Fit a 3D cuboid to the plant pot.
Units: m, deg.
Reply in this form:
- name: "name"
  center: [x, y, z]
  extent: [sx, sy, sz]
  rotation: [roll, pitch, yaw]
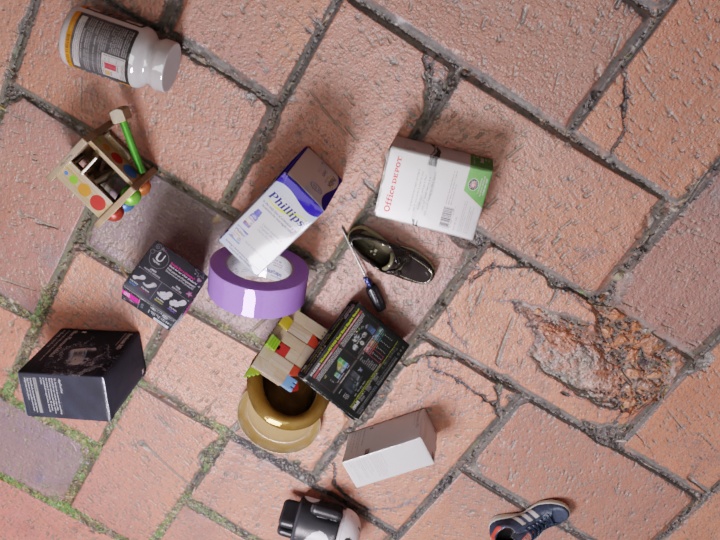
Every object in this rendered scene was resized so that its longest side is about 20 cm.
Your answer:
- name: "plant pot"
  center: [-0.188, 0.337, 1.827]
  extent: [0.198, 0.028, 0.202]
  rotation: [4, 116, 8]

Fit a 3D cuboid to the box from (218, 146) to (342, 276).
- name: "box"
  center: [-0.151, -0.117, 1.518]
  extent: [0.105, 0.184, 0.200]
  rotation: [44, 113, -11]

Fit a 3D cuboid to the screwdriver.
- name: "screwdriver"
  center: [0.000, 0.000, 1.638]
  extent: [0.029, 0.028, 0.201]
  rotation: [-33, 107, -8]

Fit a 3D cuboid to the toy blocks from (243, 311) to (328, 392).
- name: "toy blocks"
  center: [-0.137, 0.177, 1.677]
  extent: [0.136, 0.100, 0.201]
  rotation: [34, 74, -5]

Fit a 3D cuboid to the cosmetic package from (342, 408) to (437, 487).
- name: "cosmetic package"
  center: [0.068, 0.399, 1.769]
  extent: [0.199, 0.113, 0.082]
  rotation: [-24, 110, 17]

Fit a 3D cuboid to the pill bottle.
- name: "pill bottle"
  center: [-0.444, -0.408, 1.463]
  extent: [0.198, 0.117, 0.117]
  rotation: [19, 117, 0]

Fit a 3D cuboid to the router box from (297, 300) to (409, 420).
- name: "router box"
  center: [-0.015, 0.187, 1.647]
  extent: [0.150, 0.062, 0.201]
  rotation: [40, 78, -16]

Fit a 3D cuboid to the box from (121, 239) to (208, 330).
- name: "box"
  center: [-0.402, 0.035, 1.614]
  extent: [0.132, 0.200, 0.115]
  rotation: [35, 73, -9]

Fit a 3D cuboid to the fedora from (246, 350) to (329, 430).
- name: "fedora"
  center: [-0.158, 0.257, 1.727]
  extent: [0.199, 0.202, 0.082]
  rotation: [20, 153, -1]

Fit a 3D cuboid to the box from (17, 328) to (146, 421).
- name: "box"
  center: [-0.612, 0.227, 1.748]
  extent: [0.198, 0.197, 0.119]
  rotation: [2, 115, 8]

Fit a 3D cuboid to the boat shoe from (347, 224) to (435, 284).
- name: "boat shoe"
  center: [0.060, -0.020, 1.595]
  extent: [0.198, 0.065, 0.074]
  rotation: [25, 114, -5]

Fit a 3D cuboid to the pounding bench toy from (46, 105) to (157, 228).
- name: "pounding bench toy"
  center: [-0.480, -0.207, 1.560]
  extent: [0.200, 0.124, 0.156]
  rotation: [-38, 104, 23]

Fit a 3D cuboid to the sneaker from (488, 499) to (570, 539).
- name: "sneaker"
  center: [0.393, 0.599, 1.826]
  extent: [0.199, 0.085, 0.075]
  rotation: [-26, 109, 19]

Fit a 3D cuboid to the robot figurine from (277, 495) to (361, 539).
- name: "robot figurine"
  center: [-0.098, 0.618, 1.890]
  extent: [0.198, 0.150, 0.126]
  rotation: [15, 81, 2]

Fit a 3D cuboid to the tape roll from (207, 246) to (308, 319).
- name: "tape roll"
  center: [-0.205, 0.017, 1.580]
  extent: [0.198, 0.201, 0.066]
  rotation: [12, 118, 3]

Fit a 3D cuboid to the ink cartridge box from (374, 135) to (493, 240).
- name: "ink cartridge box"
  center: [0.139, -0.159, 1.506]
  extent: [0.198, 0.084, 0.147]
  rotation: [15, 116, 2]
